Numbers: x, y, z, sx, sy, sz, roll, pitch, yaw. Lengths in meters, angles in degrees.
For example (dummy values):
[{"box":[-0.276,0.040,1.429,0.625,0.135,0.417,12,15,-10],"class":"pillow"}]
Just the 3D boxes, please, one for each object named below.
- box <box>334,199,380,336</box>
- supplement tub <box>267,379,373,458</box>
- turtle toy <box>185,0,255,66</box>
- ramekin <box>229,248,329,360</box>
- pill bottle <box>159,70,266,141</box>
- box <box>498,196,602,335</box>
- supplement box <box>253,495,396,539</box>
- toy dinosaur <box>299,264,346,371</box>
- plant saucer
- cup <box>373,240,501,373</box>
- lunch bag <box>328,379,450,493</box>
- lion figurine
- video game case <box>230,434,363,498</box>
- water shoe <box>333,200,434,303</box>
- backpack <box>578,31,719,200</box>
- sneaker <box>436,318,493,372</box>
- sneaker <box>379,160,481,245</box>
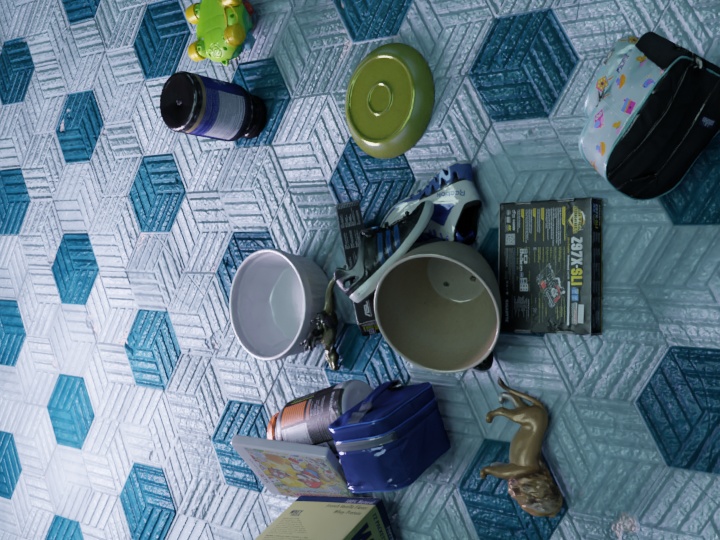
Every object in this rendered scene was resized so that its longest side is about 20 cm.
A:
[{"box":[0.000,0.000,1.604,0.043,0.160,0.204,-12,80,1],"class":"box"},{"box":[-0.065,0.274,1.668,0.198,0.121,0.125,-23,74,37],"class":"supplement tub"},{"box":[-0.267,-0.503,1.874,0.144,0.100,0.205,-9,82,38],"class":"turtle toy"},{"box":[-0.139,0.063,1.748,0.197,0.104,0.205,-1,88,40],"class":"ramekin"},{"box":[-0.277,-0.309,1.812,0.110,0.198,0.115,-1,88,38],"class":"pill bottle"},{"box":[0.287,-0.005,1.434,0.157,0.049,0.205,-1,87,37],"class":"box"},{"box":[-0.069,0.494,1.592,0.197,0.199,0.137,-9,107,38],"class":"supplement box"},{"box":[-0.062,0.094,1.666,0.047,0.088,0.204,19,119,25],"class":"toy dinosaur"},{"box":[0.041,-0.300,1.658,0.197,0.031,0.205,-1,88,39],"class":"plant saucer"},{"box":[0.135,0.035,1.468,0.196,0.144,0.204,10,120,17],"class":"cup"},{"box":[0.051,0.256,1.532,0.134,0.199,0.135,-13,99,36],"class":"lunch bag"},{"box":[0.252,0.268,1.440,0.120,0.072,0.205,1,85,32],"class":"lion figurine"},{"box":[-0.108,0.355,1.659,0.196,0.183,0.023,2,51,28],"class":"video game case"},{"box":[0.036,-0.044,1.487,0.079,0.072,0.201,39,85,0],"class":"water shoe"},{"box":[0.389,-0.205,1.278,0.154,0.173,0.203,49,119,48],"class":"backpack"},{"box":[0.134,0.115,1.554,0.198,0.072,0.073,28,146,28],"class":"sneaker"},{"box":[0.124,-0.076,1.550,0.199,0.080,0.117,-40,63,30],"class":"sneaker"}]
